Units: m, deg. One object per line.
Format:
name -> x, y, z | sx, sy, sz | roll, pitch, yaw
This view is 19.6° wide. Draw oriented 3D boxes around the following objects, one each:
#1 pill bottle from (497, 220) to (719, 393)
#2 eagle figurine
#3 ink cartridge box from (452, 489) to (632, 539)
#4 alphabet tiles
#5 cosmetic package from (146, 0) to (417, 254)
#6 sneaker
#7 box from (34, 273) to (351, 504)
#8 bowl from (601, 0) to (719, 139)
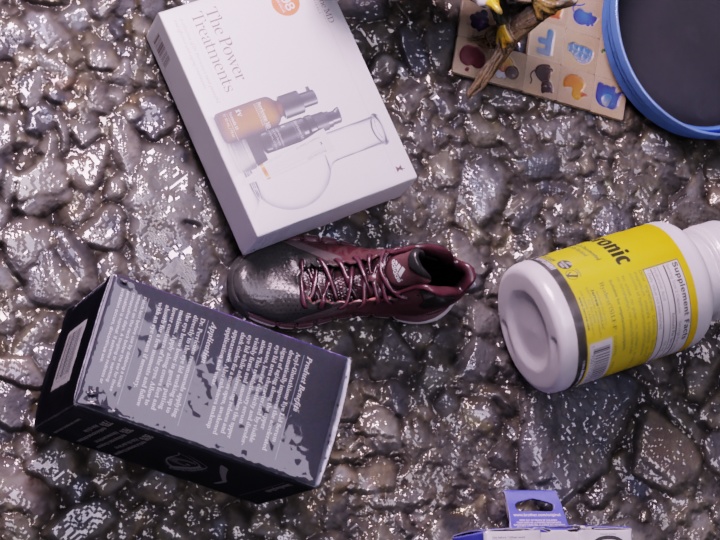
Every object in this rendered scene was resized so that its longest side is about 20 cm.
pill bottle -> 0.224, 0.023, 1.740 | 0.198, 0.111, 0.112 | -16, 86, -23
eagle figurine -> 0.080, -0.253, 1.698 | 0.199, 0.150, 0.153 | 34, 77, -29
ink cartridge box -> 0.150, 0.277, 1.682 | 0.135, 0.076, 0.202 | 2, 81, -21
alphabet tiles -> 0.181, -0.226, 1.828 | 0.198, 0.008, 0.169 | 14, 75, -18
cosmetic package -> -0.064, -0.133, 1.684 | 0.150, 0.052, 0.201 | -21, 80, -25
sneaker -> 0.000, 0.000, 1.658 | 0.198, 0.115, 0.077 | -1, 80, -21
box -> -0.128, 0.094, 1.577 | 0.198, 0.148, 0.105 | 20, 73, -17
bowl -> 0.301, -0.213, 1.846 | 0.199, 0.039, 0.203 | 4, 79, -23
